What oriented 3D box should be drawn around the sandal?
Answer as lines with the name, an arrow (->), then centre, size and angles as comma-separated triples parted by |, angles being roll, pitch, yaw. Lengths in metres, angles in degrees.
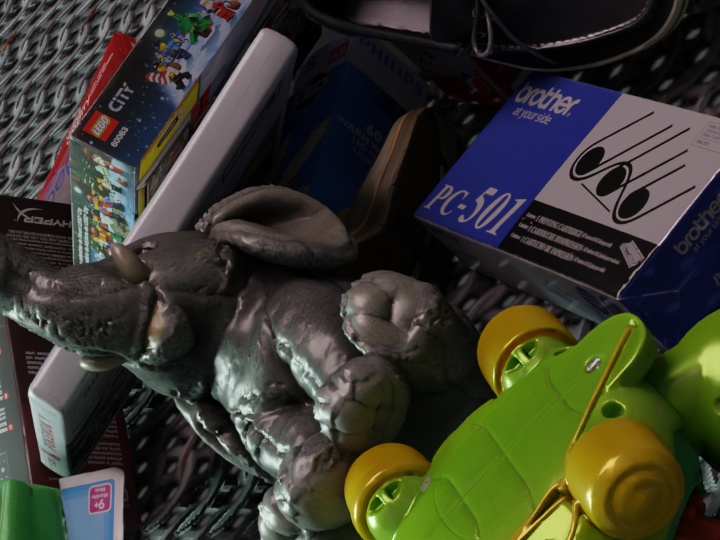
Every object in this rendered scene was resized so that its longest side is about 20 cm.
sandal -> 0.000, 0.000, 1.273 | 0.054, 0.080, 0.200 | -11, 37, 33

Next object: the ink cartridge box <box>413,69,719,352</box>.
ink cartridge box -> 0.106, -0.030, 1.188 | 0.094, 0.044, 0.200 | -51, 25, -8

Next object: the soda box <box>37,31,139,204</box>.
soda box -> -0.142, -0.025, 1.471 | 0.201, 0.070, 0.063 | -62, 23, 21

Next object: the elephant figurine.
elephant figurine -> -0.048, 0.024, 1.126 | 0.200, 0.155, 0.142 | 30, 71, 31

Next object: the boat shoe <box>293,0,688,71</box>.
boat shoe -> 0.055, -0.132, 1.246 | 0.199, 0.075, 0.062 | 7, 9, 22

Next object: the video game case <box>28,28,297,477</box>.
video game case -> -0.094, -0.003, 1.262 | 0.200, 0.023, 0.182 | -59, -3, -14

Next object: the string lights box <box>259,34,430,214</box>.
string lights box -> -0.033, -0.025, 1.384 | 0.103, 0.059, 0.201 | -32, 30, 37

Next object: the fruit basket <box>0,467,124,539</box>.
fruit basket -> -0.181, 0.203, 1.248 | 0.185, 0.094, 0.201 | -19, 57, 40

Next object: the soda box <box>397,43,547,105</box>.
soda box -> 0.100, -0.181, 1.367 | 0.200, 0.063, 0.070 | -54, 28, -12

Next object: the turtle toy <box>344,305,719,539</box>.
turtle toy -> 0.090, 0.083, 0.991 | 0.200, 0.101, 0.146 | -45, 27, 6

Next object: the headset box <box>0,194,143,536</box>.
headset box -> -0.198, 0.080, 1.403 | 0.148, 0.075, 0.201 | -27, 67, 40

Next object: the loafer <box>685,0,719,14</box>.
loafer -> 0.123, -0.214, 1.282 | 0.068, 0.200, 0.076 | -31, -8, -36

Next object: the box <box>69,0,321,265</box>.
box -> -0.078, -0.095, 1.338 | 0.200, 0.038, 0.137 | -57, -11, -28

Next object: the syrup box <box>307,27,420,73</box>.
syrup box -> -0.044, -0.120, 1.512 | 0.200, 0.079, 0.082 | -34, 30, 29
